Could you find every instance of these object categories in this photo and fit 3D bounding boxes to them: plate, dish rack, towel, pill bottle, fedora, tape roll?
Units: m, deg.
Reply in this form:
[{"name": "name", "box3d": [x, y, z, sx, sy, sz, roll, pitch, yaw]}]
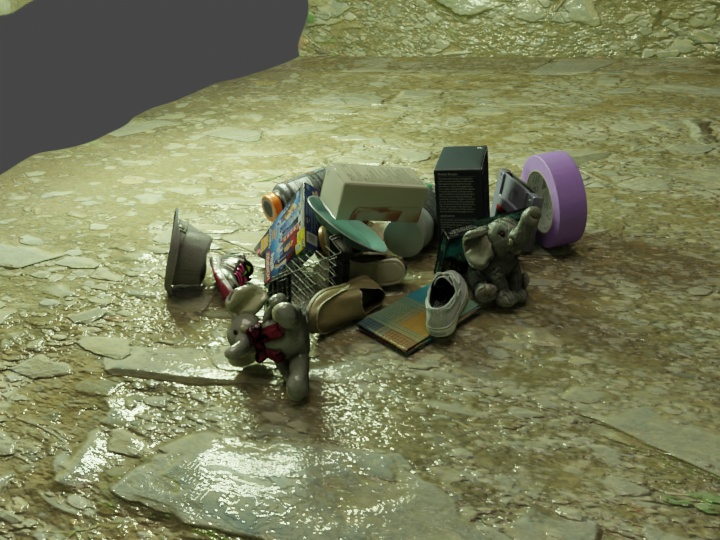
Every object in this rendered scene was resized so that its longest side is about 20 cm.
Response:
[{"name": "plate", "box3d": [-0.031, -0.088, 1.588, 0.199, 0.026, 0.200, 32, 15, -9]}, {"name": "dish rack", "box3d": [-0.105, 0.030, 1.482, 0.198, 0.155, 0.055, -23, 47, -27]}, {"name": "towel", "box3d": [0.111, 0.090, 1.451, 0.198, 0.022, 0.146, -27, 33, -32]}, {"name": "pill bottle", "box3d": [0.124, -0.117, 1.743, 0.111, 0.115, 0.200, 3, 28, 18]}, {"name": "pill bottle", "box3d": [-0.156, -0.189, 1.957, 0.198, 0.108, 0.106, -24, 31, -30]}, {"name": "fedora", "box3d": [-0.376, -0.038, 1.673, 0.089, 0.179, 0.201, 9, 23, -14]}, {"name": "tape roll", "box3d": [0.415, -0.154, 1.649, 0.065, 0.203, 0.201, -12, 27, -9]}]

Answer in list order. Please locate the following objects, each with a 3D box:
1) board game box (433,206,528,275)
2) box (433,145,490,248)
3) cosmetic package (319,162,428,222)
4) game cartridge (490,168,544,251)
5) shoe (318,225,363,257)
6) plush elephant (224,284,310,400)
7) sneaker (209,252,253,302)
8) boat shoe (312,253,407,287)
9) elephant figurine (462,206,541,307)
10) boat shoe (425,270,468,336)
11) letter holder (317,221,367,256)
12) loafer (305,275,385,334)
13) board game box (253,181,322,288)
[{"name": "board game box", "box3d": [0.252, -0.054, 1.574, 0.197, 0.136, 0.028, -16, 54, -17]}, {"name": "box", "box3d": [0.230, -0.158, 1.703, 0.105, 0.203, 0.149, 2, 27, 15]}, {"name": "cosmetic package", "box3d": [0.027, -0.161, 1.588, 0.197, 0.088, 0.104, 1, 33, -26]}, {"name": "game cartridge", "box3d": [0.345, -0.137, 1.714, 0.038, 0.132, 0.200, 6, 23, -16]}, {"name": "shoe", "box3d": [-0.034, -0.061, 1.632, 0.053, 0.071, 0.200, -16, -11, 19]}, {"name": "plush elephant", "box3d": [-0.169, 0.115, 1.318, 0.152, 0.167, 0.200, -8, 19, 4]}, {"name": "sneaker", "box3d": [-0.269, 0.008, 1.637, 0.086, 0.075, 0.200, -20, 24, -12]}, {"name": "boat shoe", "box3d": [0.000, 0.000, 1.599, 0.197, 0.073, 0.060, -4, 13, 12]}, {"name": "elephant figurine", "box3d": [0.269, -0.044, 1.462, 0.153, 0.203, 0.142, 4, 22, 16]}, {"name": "boat shoe", "box3d": [0.161, 0.042, 1.426, 0.069, 0.073, 0.201, 1, 30, 15]}, {"name": "letter holder", "box3d": [-0.048, -0.143, 1.803, 0.099, 0.144, 0.201, -1, 28, 11]}, {"name": "loafer", "box3d": [-0.027, 0.064, 1.470, 0.067, 0.077, 0.199, 9, 31, 41]}, {"name": "board game box", "box3d": [-0.158, -0.055, 1.668, 0.061, 0.200, 0.202, 27, 39, -29]}]
